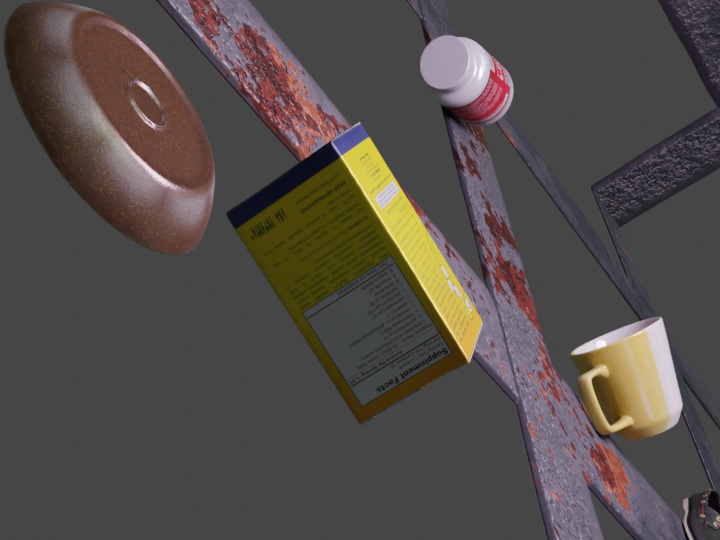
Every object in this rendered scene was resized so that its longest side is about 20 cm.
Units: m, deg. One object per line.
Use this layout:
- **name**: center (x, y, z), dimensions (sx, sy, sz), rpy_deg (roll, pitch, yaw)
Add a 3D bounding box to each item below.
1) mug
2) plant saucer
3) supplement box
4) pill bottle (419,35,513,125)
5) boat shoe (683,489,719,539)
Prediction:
- **mug**: center (0.397, 0.177, 1.697), dimensions (0.156, 0.184, 0.149), rpy_deg (68, -14, 1)
- **plant saucer**: center (-0.160, -0.107, 0.779), dimensions (0.201, 0.036, 0.202), rpy_deg (51, 20, -26)
- **supplement box**: center (0.000, 0.000, 0.915), dimensions (0.202, 0.108, 0.110), rpy_deg (58, 19, -6)
- **pill bottle**: center (0.170, -0.312, 1.831), dimensions (0.199, 0.111, 0.114), rpy_deg (15, 47, -65)
- **boat shoe**: center (0.569, 0.419, 1.838), dimensions (0.074, 0.062, 0.201), rpy_deg (59, 20, -7)
